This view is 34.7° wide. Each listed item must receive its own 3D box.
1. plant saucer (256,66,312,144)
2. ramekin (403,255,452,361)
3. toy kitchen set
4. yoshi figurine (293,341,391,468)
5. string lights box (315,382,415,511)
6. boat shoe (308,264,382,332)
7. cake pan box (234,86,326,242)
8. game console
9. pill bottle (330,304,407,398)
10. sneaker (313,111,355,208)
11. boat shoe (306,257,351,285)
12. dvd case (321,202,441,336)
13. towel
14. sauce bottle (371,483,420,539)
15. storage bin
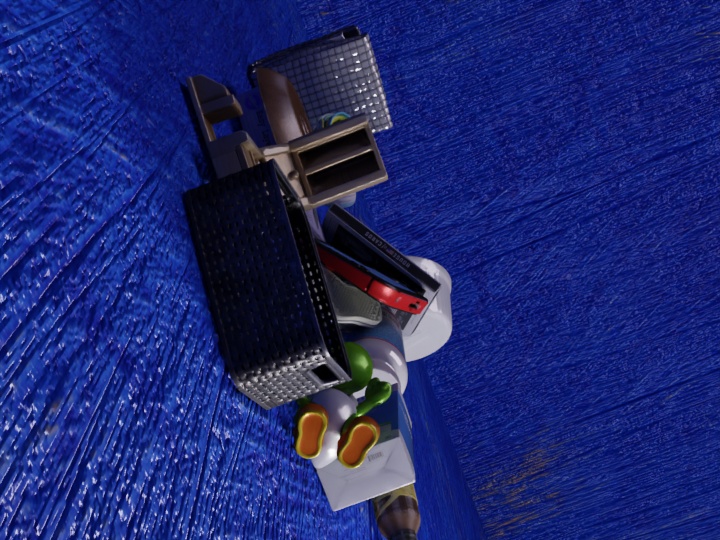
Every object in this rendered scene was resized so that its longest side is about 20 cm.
[{"bbox_3d":[-0.089,-0.186,1.568,0.200,0.036,0.203,-21,91,-84],"label":"plant saucer"},{"bbox_3d":[0.059,0.071,1.910,0.201,0.197,0.099,63,17,-56],"label":"ramekin"},{"bbox_3d":[-0.080,-0.157,1.274,0.200,0.178,0.166,49,21,-88],"label":"toy kitchen set"},{"bbox_3d":[-0.025,0.135,1.268,0.114,0.111,0.200,63,4,-12],"label":"yoshi figurine"},{"bbox_3d":[0.008,0.203,1.362,0.200,0.101,0.060,-81,151,-78],"label":"string lights box"},{"bbox_3d":[-0.045,0.043,1.540,0.199,0.062,0.076,22,52,-55],"label":"boat shoe"},{"bbox_3d":[-0.111,-0.141,1.623,0.184,0.052,0.203,58,14,-76],"label":"cake pan box"},{"bbox_3d":[0.000,0.000,1.593,0.176,0.031,0.200,35,4,20],"label":"game console"},{"bbox_3d":[0.011,0.131,1.626,0.200,0.107,0.110,-94,164,-69],"label":"pill bottle"},{"bbox_3d":[-0.060,-0.195,1.737,0.200,0.079,0.132,43,-48,42],"label":"sneaker"},{"bbox_3d":[-0.039,0.022,1.686,0.200,0.069,0.072,62,11,-64],"label":"boat shoe"},{"bbox_3d":[0.019,0.002,1.723,0.199,0.025,0.151,38,-30,7],"label":"dvd case"},{"bbox_3d":[-0.061,-0.286,1.848,0.086,0.197,0.168,-100,170,-67],"label":"towel"},{"bbox_3d":[0.048,0.321,1.584,0.202,0.064,0.065,-105,173,-47],"label":"sauce bottle"},{"bbox_3d":[-0.086,0.015,1.095,0.135,0.092,0.203,58,15,-69],"label":"storage bin"}]
